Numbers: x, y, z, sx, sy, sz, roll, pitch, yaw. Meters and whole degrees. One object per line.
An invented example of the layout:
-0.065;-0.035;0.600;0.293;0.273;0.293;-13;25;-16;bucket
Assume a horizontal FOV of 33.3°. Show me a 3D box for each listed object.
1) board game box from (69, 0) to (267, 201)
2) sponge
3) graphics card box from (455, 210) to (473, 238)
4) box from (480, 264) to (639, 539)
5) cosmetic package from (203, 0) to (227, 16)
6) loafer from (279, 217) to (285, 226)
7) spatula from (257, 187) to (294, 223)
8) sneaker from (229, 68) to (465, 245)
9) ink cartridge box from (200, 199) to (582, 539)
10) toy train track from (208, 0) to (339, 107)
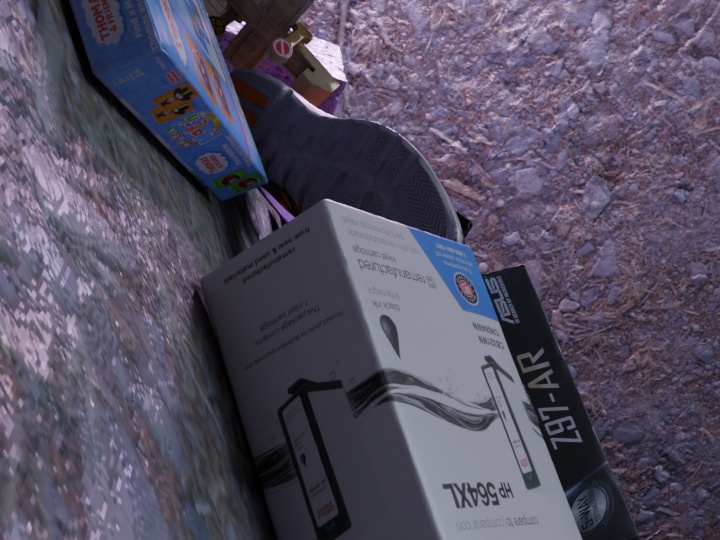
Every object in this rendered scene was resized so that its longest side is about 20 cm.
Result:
-0.107;-0.133;0.608;0.200;0.036;0.152;59;10;-75;board game box
-0.068;-0.170;0.932;0.111;0.030;0.200;22;16;-9;sponge
0.020;-0.037;1.071;0.125;0.051;0.200;34;-10;1;graphics card box
0.079;0.113;0.711;0.200;0.043;0.161;114;-41;-62;box
-0.049;-0.268;0.805;0.104;0.199;0.073;50;10;-20;cosmetic package
0.000;0.000;0.912;0.200;0.069;0.070;51;-18;36;loafer
-0.045;-0.002;0.872;0.057;0.020;0.201;-118;-173;-51;spatula
-0.003;-0.050;0.742;0.200;0.078;0.112;40;2;27;sneaker
0.023;0.084;0.566;0.146;0.084;0.201;14;50;-56;ink cartridge box
-0.093;-0.177;0.738;0.200;0.033;0.115;48;-35;-5;toy train track
